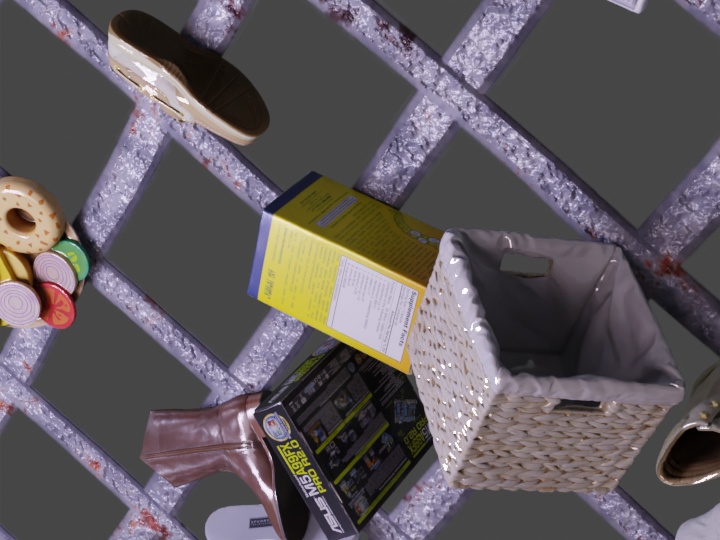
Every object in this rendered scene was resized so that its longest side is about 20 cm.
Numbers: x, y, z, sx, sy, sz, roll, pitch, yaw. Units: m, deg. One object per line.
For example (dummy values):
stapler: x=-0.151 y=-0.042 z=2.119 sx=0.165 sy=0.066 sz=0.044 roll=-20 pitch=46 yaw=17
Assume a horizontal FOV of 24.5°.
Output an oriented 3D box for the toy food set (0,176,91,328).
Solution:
toy food set: x=-0.413 y=-0.012 z=1.951 sx=0.199 sy=0.049 sz=0.199 roll=-15 pitch=114 yaw=19

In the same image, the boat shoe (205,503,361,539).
boat shoe: x=-0.086 y=0.306 z=1.951 sx=0.199 sy=0.069 sz=0.057 roll=-4 pitch=150 yaw=23

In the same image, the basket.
basket: x=0.163 y=0.085 z=1.557 sx=0.197 sy=0.201 sz=0.161 roll=5 pitch=134 yaw=-22

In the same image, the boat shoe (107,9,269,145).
boat shoe: x=-0.182 y=-0.193 z=1.738 sx=0.200 sy=0.074 sz=0.067 roll=39 pitch=141 yaw=9

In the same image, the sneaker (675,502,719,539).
sneaker: x=0.370 y=0.328 z=1.636 sx=0.073 sy=0.201 sz=0.115 roll=16 pitch=144 yaw=-33

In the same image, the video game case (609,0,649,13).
video game case: x=0.198 y=-0.350 z=1.452 sx=0.181 sy=0.023 sz=0.201 roll=27 pitch=126 yaw=16

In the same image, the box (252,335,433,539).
box: x=-0.011 y=0.161 z=1.736 sx=0.044 sy=0.200 sz=0.161 roll=-22 pitch=103 yaw=37

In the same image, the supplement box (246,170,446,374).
supplement box: x=0.000 y=0.000 z=1.701 sx=0.199 sy=0.109 sz=0.109 roll=26 pitch=126 yaw=17

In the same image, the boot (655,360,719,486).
boot: x=0.359 y=0.110 z=1.517 sx=0.072 sy=0.155 sz=0.200 roll=45 pitch=129 yaw=1

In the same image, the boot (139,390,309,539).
boot: x=-0.164 y=0.241 z=1.944 sx=0.199 sy=0.064 sz=0.188 roll=-15 pitch=85 yaw=32
